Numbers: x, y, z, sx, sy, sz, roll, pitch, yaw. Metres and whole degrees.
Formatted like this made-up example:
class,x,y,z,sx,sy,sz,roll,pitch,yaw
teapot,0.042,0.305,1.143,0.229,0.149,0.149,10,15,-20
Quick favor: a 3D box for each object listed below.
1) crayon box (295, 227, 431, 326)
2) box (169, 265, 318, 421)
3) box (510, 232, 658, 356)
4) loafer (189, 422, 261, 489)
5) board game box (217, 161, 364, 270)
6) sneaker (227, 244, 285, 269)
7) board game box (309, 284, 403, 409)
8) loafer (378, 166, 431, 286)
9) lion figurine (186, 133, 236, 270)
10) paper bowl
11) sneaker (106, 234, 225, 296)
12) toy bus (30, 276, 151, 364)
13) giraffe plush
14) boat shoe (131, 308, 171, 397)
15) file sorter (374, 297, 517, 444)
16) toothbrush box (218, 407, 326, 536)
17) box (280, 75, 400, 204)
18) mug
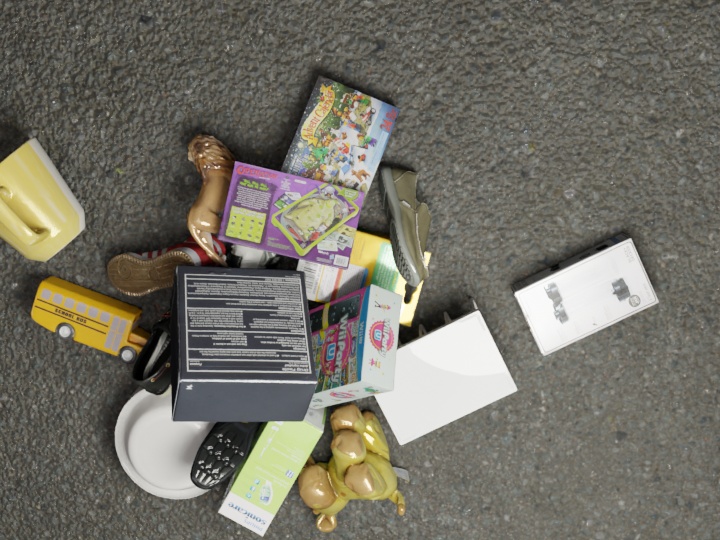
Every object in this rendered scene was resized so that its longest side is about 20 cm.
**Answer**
class,x,y,z,sx,sy,sz,roll,pitch,yaw
crayon box,0.000,0.000,1.520,0.198,0.052,0.127,16,101,0
box,-0.178,0.110,1.413,0.198,0.200,0.124,3,141,-15
box,0.349,0.037,1.511,0.199,0.060,0.117,-27,99,6
loafer,-0.199,0.259,1.492,0.068,0.201,0.070,34,143,-2
board game box,-0.102,-0.080,1.426,0.198,0.032,0.121,14,89,-4
sneaker,-0.175,-0.021,1.519,0.088,0.074,0.201,42,107,16
board game box,-0.024,0.119,1.446,0.064,0.199,0.149,20,64,-31
loafer,0.078,-0.073,1.460,0.069,0.075,0.202,-8,68,-8
lion figurine,-0.223,-0.107,1.460,0.072,0.202,0.122,-25,134,37
paper bowl,-0.298,0.272,1.558,0.198,0.104,0.203,0,101,1
sneaker,-0.303,-0.013,1.529,0.198,0.112,0.072,-5,105,34
toy bus,-0.421,0.082,1.545,0.198,0.065,0.079,20,100,-2
giraffe plush,-0.033,0.331,1.553,0.161,0.174,0.200,-25,134,17
boat shoe,-0.288,0.098,1.508,0.073,0.063,0.203,19,76,36
file sorter,0.120,0.151,1.508,0.199,0.125,0.140,-26,100,7
toothbrush box,-0.136,0.293,1.535,0.086,0.146,0.201,30,100,-5
box,-0.038,-0.177,1.469,0.135,0.038,0.202,22,86,-3
mug,-0.512,-0.088,1.465,0.149,0.187,0.154,-28,110,34
